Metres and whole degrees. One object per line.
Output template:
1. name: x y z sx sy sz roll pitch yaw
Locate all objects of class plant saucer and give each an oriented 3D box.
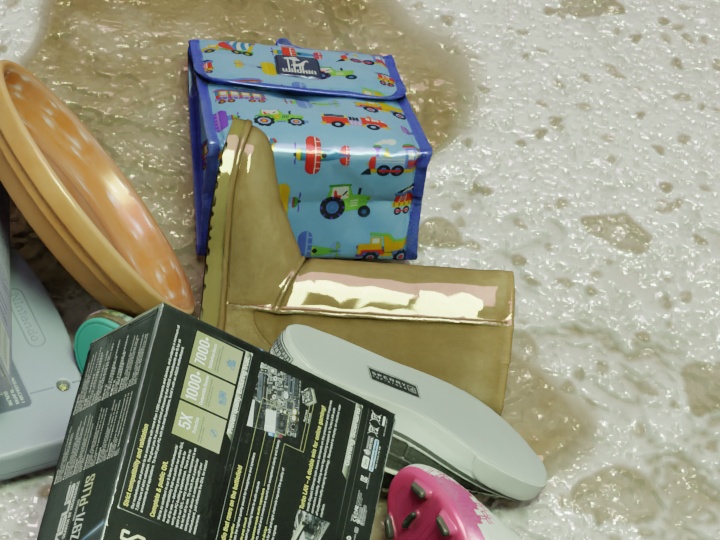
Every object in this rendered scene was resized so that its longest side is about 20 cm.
1. plant saucer: -0.178 -0.043 1.437 0.037 0.200 0.200 -37 57 6

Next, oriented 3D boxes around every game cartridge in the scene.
1. game cartridge: -0.250 0.050 1.415 0.133 0.042 0.200 -11 51 -27

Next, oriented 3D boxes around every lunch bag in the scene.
1. lunch bag: -0.042 -0.100 1.581 0.150 0.094 0.200 1 35 -10

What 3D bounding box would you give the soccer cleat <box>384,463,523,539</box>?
1. soccer cleat: 0.091 0.194 1.346 0.086 0.070 0.200 -10 52 -40

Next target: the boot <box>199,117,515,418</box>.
1. boot: 0.000 0.000 1.454 0.199 0.176 0.066 7 7 -4

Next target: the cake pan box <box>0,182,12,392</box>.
1. cake pan box: -0.255 -0.047 1.342 0.052 0.200 0.184 -14 43 5

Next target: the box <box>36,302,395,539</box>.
1. box: -0.084 0.147 1.246 0.164 0.086 0.200 26 60 -27

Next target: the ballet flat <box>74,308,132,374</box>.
1. ballet flat: -0.094 0.099 1.391 0.200 0.069 0.071 45 31 19

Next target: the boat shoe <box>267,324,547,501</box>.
1. boat shoe: 0.022 0.100 1.406 0.200 0.064 0.071 27 25 -18
